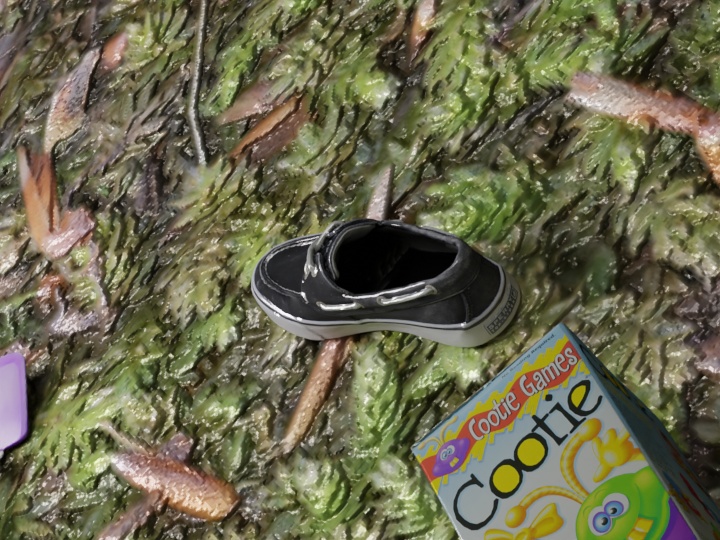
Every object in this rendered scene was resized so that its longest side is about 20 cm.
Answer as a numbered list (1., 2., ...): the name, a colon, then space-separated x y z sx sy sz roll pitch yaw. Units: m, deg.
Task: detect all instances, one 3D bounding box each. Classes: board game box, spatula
1. board game box: 0.121 0.139 1.319 0.103 0.105 0.200 -40 38 9
2. spatula: -0.239 0.142 1.717 0.056 0.021 0.200 -21 45 27

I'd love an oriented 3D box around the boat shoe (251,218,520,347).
1. boat shoe: 0.000 0.000 1.582 0.200 0.068 0.072 10 64 47
